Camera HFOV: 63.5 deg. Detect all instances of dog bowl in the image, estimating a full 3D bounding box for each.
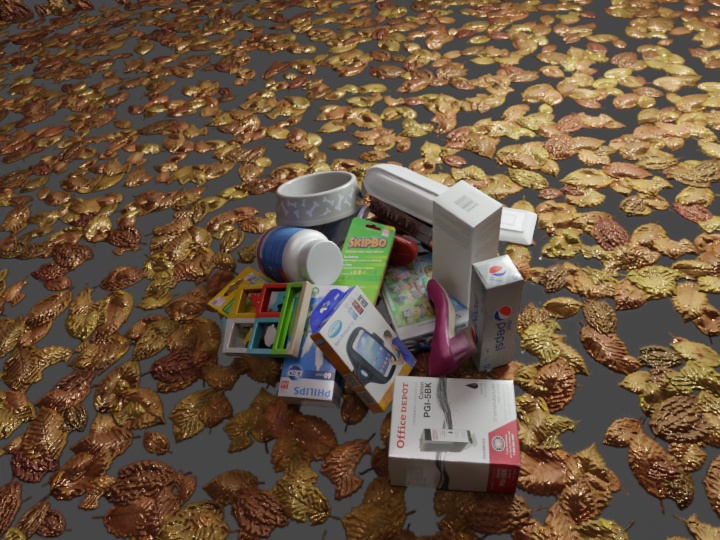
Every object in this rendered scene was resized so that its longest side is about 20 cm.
[{"bbox_3d":[-0.090,-0.157,1.230,0.192,0.061,0.201,-8,24,3],"label":"dog bowl"}]

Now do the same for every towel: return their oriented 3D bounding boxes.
[{"bbox_3d":[-0.079,-0.089,1.259,0.196,0.024,0.150,14,70,41],"label":"towel"}]

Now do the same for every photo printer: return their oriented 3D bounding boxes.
[{"bbox_3d":[0.109,-0.163,1.215,0.196,0.071,0.165,28,18,23],"label":"photo printer"}]

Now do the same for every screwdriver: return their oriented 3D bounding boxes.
[{"bbox_3d":[0.143,0.139,1.066,0.192,0.028,0.030,-2,72,-3],"label":"screwdriver"}]

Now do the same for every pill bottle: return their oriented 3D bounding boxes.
[{"bbox_3d":[-0.120,-0.025,1.139,0.111,0.115,0.198,-34,24,-25],"label":"pill bottle"}]

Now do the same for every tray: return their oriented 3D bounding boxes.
[{"bbox_3d":[0.291,-0.115,1.300,0.193,0.023,0.109,11,48,19],"label":"tray"}]

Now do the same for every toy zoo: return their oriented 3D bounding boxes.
[{"bbox_3d":[-0.180,0.089,1.049,0.194,0.020,0.136,-3,64,33],"label":"toy zoo"}]

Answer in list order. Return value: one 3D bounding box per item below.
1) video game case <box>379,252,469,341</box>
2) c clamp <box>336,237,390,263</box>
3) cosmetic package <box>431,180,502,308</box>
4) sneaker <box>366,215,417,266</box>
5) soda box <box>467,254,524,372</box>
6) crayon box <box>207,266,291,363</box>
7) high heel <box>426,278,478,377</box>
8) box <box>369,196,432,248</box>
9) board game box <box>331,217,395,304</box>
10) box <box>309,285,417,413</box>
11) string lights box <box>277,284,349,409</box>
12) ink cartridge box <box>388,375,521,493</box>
[{"bbox_3d":[0.133,0.046,1.157,0.176,0.023,0.203,-14,44,-6],"label":"video game case"},{"bbox_3d":[0.003,0.032,1.142,0.165,0.027,0.206,11,70,11],"label":"c clamp"},{"bbox_3d":[0.193,-0.045,1.081,0.084,0.204,0.107,-33,51,-23],"label":"cosmetic package"},{"bbox_3d":[0.056,-0.079,1.241,0.195,0.080,0.116,13,44,36],"label":"sneaker"},{"bbox_3d":[0.224,0.076,0.982,0.066,0.204,0.064,-13,42,-8],"label":"soda box"},{"bbox_3d":[-0.189,0.082,1.146,0.196,0.053,0.126,25,52,28],"label":"crayon box"},{"bbox_3d":[0.135,0.101,1.056,0.094,0.068,0.203,-30,46,7],"label":"high heel"},{"bbox_3d":[0.129,-0.104,1.252,0.198,0.041,0.135,33,23,34],"label":"box"},{"bbox_3d":[0.000,0.000,1.126,0.092,0.030,0.206,14,73,11],"label":"board game box"},{"bbox_3d":[0.001,0.125,0.987,0.041,0.202,0.119,-21,21,51],"label":"box"},{"bbox_3d":[-0.075,0.131,1.025,0.099,0.059,0.207,1,65,13],"label":"string lights box"},{"bbox_3d":[0.142,0.250,0.902,0.192,0.085,0.150,0,45,8],"label":"ink cartridge box"}]
